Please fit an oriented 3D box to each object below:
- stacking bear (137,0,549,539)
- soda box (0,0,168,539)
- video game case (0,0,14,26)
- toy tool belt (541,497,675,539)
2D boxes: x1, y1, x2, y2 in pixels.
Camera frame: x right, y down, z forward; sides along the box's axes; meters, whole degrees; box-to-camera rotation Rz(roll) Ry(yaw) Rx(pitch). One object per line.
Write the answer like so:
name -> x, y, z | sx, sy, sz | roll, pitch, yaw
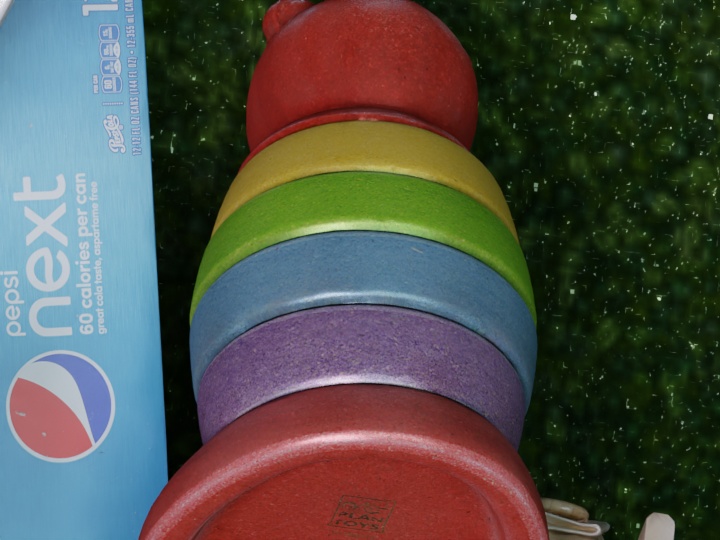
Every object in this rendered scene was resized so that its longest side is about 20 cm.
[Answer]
stacking bear -> 0.000, 0.000, 0.766 | 0.121, 0.114, 0.201 | 9, 51, -11
soda box -> -0.102, 0.005, 0.777 | 0.067, 0.064, 0.202 | -3, 88, -18
video game case -> -0.158, -0.109, 0.683 | 0.143, 0.018, 0.201 | 29, 98, -8
toy tool belt -> 0.041, 0.168, 0.784 | 0.124, 0.123, 0.201 | 24, 81, -15
